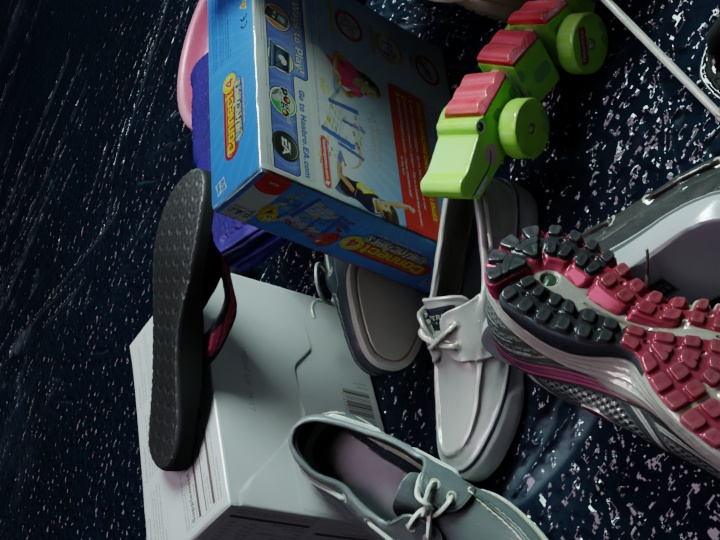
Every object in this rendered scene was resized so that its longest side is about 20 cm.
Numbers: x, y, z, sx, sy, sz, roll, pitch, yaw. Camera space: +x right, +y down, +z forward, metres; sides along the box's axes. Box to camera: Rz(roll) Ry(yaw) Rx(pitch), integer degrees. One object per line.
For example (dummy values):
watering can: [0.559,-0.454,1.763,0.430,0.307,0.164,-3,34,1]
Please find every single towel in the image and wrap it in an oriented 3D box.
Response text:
towel: [-0.078,-0.112,0.856,0.147,0.049,0.203,-31,56,35]

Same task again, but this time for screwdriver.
screwdriver: [0.155,-0.158,0.640,0.028,0.029,0.201,-49,54,26]

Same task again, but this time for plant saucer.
plant saucer: [-0.127,-0.237,1.110,0.199,0.050,0.204,-27,56,49]

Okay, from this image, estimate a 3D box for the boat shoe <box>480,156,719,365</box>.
boat shoe: [0.149,0.001,0.602,0.199,0.068,0.057,-32,31,44]

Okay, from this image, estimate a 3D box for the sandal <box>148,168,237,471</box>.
sandal: [-0.111,0.033,0.713,0.075,0.044,0.204,16,102,61]

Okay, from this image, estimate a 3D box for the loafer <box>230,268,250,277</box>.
loafer: [-0.138,-0.003,1.013,0.072,0.072,0.204,-9,71,49]

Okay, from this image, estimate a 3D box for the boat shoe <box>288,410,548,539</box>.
boat shoe: [0.033,0.148,0.647,0.199,0.062,0.073,31,87,32]

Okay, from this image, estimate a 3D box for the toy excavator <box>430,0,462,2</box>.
toy excavator: [0.102,-0.248,0.640,0.197,0.101,0.196,-23,44,1]

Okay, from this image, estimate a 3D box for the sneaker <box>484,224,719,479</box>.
sneaker: [0.151,0.051,0.535,0.199,0.080,0.075,35,151,28]

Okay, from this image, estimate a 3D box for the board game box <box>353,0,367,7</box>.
board game box: [0.043,-0.310,0.772,0.201,0.028,0.137,-54,16,46]

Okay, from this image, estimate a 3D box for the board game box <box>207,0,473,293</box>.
board game box: [-0.014,-0.107,0.755,0.056,0.194,0.203,-33,50,38]

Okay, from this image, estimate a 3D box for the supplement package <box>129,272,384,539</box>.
supplement package: [-0.073,0.121,0.786,0.111,0.154,0.202,-45,43,33]

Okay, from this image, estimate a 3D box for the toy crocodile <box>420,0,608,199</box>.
toy crocodile: [0.099,-0.126,0.683,0.067,0.062,0.201,12,60,50]

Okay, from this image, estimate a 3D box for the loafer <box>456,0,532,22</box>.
loafer: [0.086,-0.258,0.779,0.068,0.075,0.202,118,147,-41]

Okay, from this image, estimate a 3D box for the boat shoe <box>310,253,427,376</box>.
boat shoe: [0.000,0.000,0.803,0.062,0.074,0.202,-42,43,35]

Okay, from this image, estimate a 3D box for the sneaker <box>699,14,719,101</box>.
sneaker: [0.241,-0.113,0.461,0.199,0.111,0.074,-30,54,47]

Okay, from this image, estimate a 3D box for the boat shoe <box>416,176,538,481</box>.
boat shoe: [0.070,0.033,0.693,0.072,0.065,0.204,1,77,55]
